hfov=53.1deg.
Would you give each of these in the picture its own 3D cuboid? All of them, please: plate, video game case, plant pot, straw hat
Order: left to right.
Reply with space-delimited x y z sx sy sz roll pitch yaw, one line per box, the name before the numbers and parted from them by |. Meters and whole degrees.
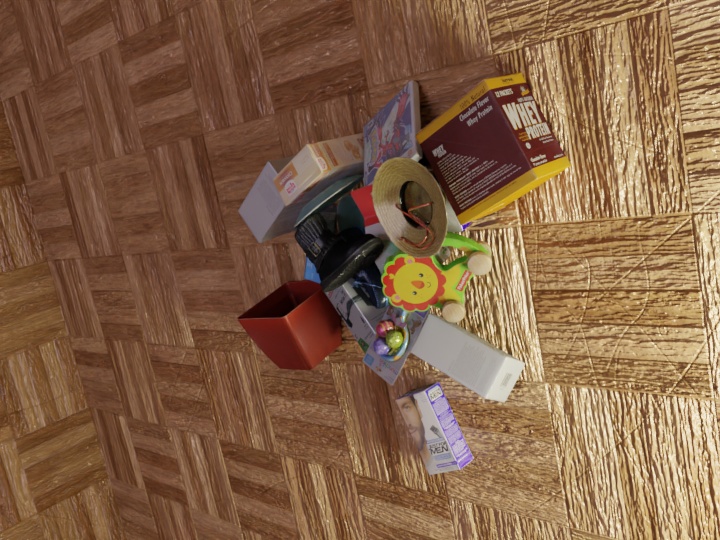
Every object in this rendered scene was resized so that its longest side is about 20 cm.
plant pot | -0.162 0.149 1.880 0.199 0.200 0.177 -5 115 45
plate | -0.074 -0.163 1.608 0.026 0.200 0.200 53 136 -2
plate | 0.008 -0.085 1.692 0.200 0.025 0.201 44 147 39
video game case | 0.064 -0.274 1.527 0.182 0.023 0.201 -36 45 46
straw hat | 0.119 -0.133 1.400 0.200 0.085 0.203 26 129 38

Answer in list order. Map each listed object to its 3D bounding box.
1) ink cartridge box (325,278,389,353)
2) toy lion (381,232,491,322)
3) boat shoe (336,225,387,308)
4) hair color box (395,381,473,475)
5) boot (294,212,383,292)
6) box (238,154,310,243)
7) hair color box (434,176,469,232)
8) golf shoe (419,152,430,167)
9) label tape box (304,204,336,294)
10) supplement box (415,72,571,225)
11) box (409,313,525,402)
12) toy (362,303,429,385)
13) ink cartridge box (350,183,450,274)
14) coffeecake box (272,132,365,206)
ink cartridge box | 0.008 0.089 1.722 0.201 0.083 0.147 55 158 12
toy lion | 0.144 0.006 1.461 0.190 0.069 0.201 23 121 -4
boat shoe | 0.000 0.000 1.632 0.084 0.068 0.201 112 137 -60
hair color box | 0.175 0.378 1.719 0.109 0.065 0.201 -28 84 47
boot | -0.054 -0.064 1.555 0.211 0.079 0.159 -37 73 40
box | -0.186 -0.182 1.789 0.107 0.152 0.200 54 134 13
hair color box | 0.132 -0.135 1.532 0.199 0.065 0.110 -5 118 40
golf shoe | 0.096 -0.238 1.538 0.199 0.092 0.073 -16 96 47
label tape box | -0.097 -0.056 1.729 0.063 0.200 0.145 7 118 -5
supplement box | 0.248 -0.229 1.364 0.197 0.132 0.201 -33 83 46
box | 0.227 0.185 1.530 0.199 0.124 0.098 30 94 33
toy | 0.068 0.133 1.571 0.115 0.047 0.201 33 97 48
ink cartridge box | 0.074 -0.090 1.507 0.160 0.050 0.201 -15 116 38
coffeecake box | -0.074 -0.231 1.627 0.153 0.199 0.073 -35 81 45
